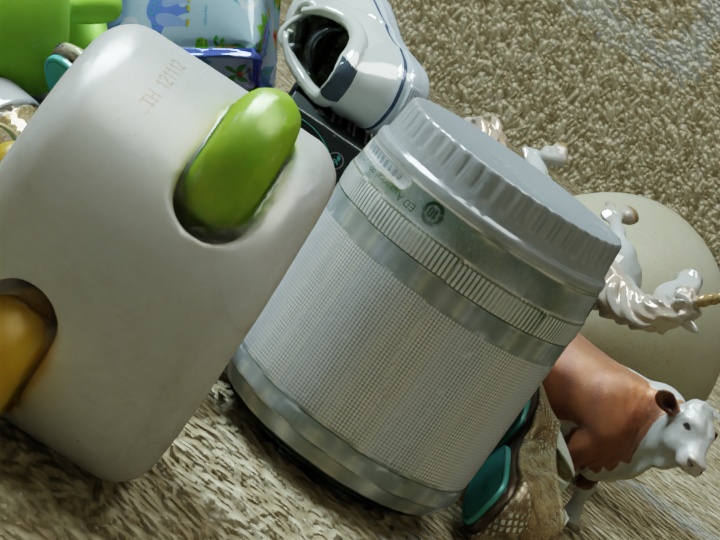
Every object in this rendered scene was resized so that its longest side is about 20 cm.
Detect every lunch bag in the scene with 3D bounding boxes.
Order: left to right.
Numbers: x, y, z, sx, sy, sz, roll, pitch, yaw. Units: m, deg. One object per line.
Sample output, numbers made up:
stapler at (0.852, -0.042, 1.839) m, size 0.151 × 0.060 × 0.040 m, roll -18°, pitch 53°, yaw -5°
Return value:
lunch bag at (-0.159, -0.211, 1.514) m, size 0.199 × 0.171 × 0.127 m, roll 1°, pitch -18°, yaw 6°

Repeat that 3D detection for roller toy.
roller toy at (-0.113, -0.009, 0.960) m, size 0.140 × 0.200 × 0.182 m, roll 33°, pitch 0°, yaw -4°

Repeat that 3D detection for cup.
cup at (0.148, 0.037, 1.548) m, size 0.200 × 0.201 × 0.143 m, roll 41°, pitch 18°, yaw 29°

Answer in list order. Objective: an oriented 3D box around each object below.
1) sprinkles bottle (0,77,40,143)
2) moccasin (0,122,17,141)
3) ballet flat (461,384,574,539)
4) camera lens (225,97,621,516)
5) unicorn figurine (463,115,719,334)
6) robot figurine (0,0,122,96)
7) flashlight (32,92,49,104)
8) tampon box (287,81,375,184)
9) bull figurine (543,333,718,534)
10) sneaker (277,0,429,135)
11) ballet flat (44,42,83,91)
sprinkles bottle at (-0.158, -0.029, 1.203) m, size 0.200 × 0.068 × 0.068 m, roll 40°, pitch 12°, yaw 24°
moccasin at (-0.226, -0.061, 1.107) m, size 0.074 × 0.078 × 0.201 m, roll 32°, pitch 11°, yaw -15°
ballet flat at (0.100, 0.129, 1.322) m, size 0.065 × 0.071 × 0.200 m, roll 43°, pitch 23°, yaw -10°
camera lens at (0.032, 0.025, 1.199) m, size 0.160 × 0.200 × 0.160 m, roll 33°, pitch 11°, yaw -7°
unicorn figurine at (0.140, -0.018, 1.300) m, size 0.200 × 0.074 × 0.137 m, roll 23°, pitch 21°, yaw 2°
robot figurine at (-0.247, -0.159, 1.260) m, size 0.199 × 0.176 × 0.116 m, roll -4°, pitch 62°, yaw -21°
flashlight at (-0.153, -0.069, 1.394) m, size 0.200 × 0.068 × 0.068 m, roll 27°, pitch -16°, yaw -38°
tampon box at (0.000, 0.000, 1.346) m, size 0.200 × 0.150 × 0.126 m, roll 34°, pitch 11°, yaw -6°
bull figurine at (0.143, 0.096, 1.422) m, size 0.200 × 0.121 × 0.065 m, roll 40°, pitch -1°, yaw 29°
sneaker at (-0.017, -0.149, 1.349) m, size 0.071 × 0.073 × 0.200 m, roll 29°, pitch 10°, yaw -28°
ballet flat at (-0.111, -0.053, 1.247) m, size 0.201 × 0.072 × 0.072 m, roll 60°, pitch 8°, yaw -8°
